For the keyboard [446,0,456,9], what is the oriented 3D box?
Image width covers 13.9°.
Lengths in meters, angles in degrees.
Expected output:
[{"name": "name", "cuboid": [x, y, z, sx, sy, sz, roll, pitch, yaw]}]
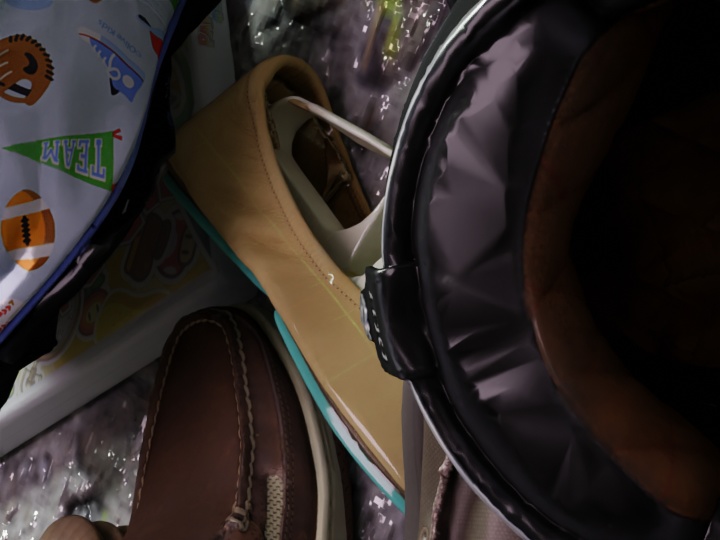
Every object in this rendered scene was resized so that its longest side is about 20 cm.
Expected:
[{"name": "keyboard", "cuboid": [0.089, -0.040, 0.798, 0.127, 0.021, 0.200, -46, 53, 40]}]

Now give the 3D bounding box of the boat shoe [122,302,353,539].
[{"name": "boat shoe", "cuboid": [-0.049, 0.101, 0.884, 0.075, 0.075, 0.202, -27, 58, 42]}]

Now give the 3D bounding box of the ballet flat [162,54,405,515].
[{"name": "ballet flat", "cuboid": [0.000, 0.000, 0.870, 0.063, 0.069, 0.200, -48, 46, 10]}]

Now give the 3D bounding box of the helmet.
[{"name": "helmet", "cuboid": [0.110, -0.014, 0.634, 0.200, 0.191, 0.200, 3, 98, 23]}]

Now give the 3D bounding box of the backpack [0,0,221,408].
[{"name": "backpack", "cuboid": [-0.135, -0.044, 0.911, 0.200, 0.154, 0.191, -51, 24, 29]}]

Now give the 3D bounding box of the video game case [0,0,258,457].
[{"name": "video game case", "cuboid": [-0.113, -0.036, 1.047, 0.200, 0.023, 0.182, -32, 56, 40]}]

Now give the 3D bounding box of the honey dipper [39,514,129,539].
[{"name": "honey dipper", "cuboid": [-0.136, 0.083, 0.894, 0.038, 0.200, 0.038, -21, 63, 46]}]

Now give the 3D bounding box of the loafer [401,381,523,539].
[{"name": "loafer", "cuboid": [0.049, 0.074, 0.759, 0.071, 0.073, 0.200, -127, 42, -58]}]
